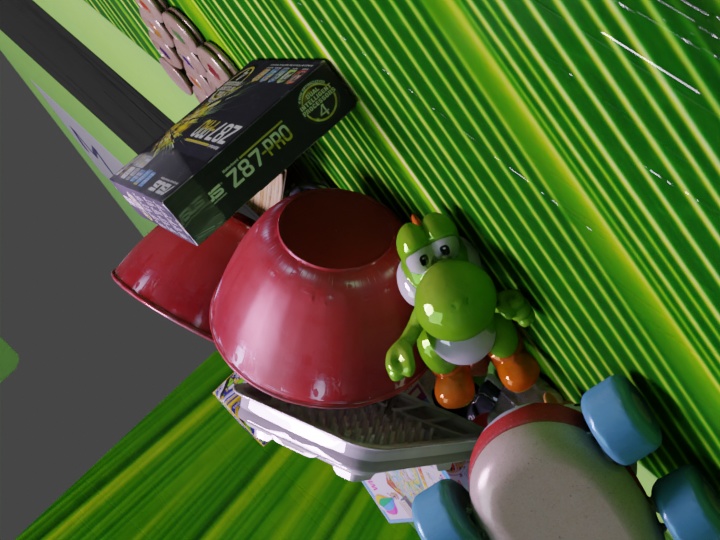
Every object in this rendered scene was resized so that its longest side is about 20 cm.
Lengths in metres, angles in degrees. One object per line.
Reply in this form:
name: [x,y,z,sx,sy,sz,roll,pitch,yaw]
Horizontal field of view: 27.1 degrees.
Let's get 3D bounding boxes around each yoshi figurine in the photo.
yoshi figurine: [0.077,0.043,1.143,0.112,0.113,0.200,21,155,33]

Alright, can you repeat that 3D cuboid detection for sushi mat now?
sushi mat: [-0.110,-0.093,1.377,0.096,0.012,0.200,38,168,3]

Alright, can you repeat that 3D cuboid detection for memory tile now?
memory tile: [-0.157,-0.194,1.434,0.153,0.017,0.200,44,170,17]

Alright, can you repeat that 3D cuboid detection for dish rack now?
dish rack: [-0.001,0.140,1.307,0.171,0.044,0.200,21,-170,36]

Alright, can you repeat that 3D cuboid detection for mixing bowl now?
mixing bowl: [-0.134,0.000,1.473,0.199,0.109,0.200,27,-176,-2]
mixing bowl: [-0.024,0.005,1.233,0.200,0.200,0.109,41,144,29]

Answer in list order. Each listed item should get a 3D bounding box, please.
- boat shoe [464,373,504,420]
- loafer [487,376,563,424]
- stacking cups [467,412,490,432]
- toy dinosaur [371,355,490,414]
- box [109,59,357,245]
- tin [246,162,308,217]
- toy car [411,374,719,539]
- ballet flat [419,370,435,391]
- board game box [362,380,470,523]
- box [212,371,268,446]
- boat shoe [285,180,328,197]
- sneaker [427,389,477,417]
boat shoe: [0.130,0.160,1.460,0.075,0.066,0.199,45,170,15]
loafer: [0.158,0.162,1.329,0.070,0.070,0.200,41,168,42]
stacking cups: [0.154,0.201,1.419,0.060,0.060,0.200,38,163,43]
toy dinosaur: [0.023,0.050,1.303,0.201,0.181,0.105,64,-152,-19]
box: [-0.104,-0.097,1.158,0.049,0.161,0.200,50,171,-20]
tin: [-0.096,-0.092,1.463,0.112,0.042,0.200,35,169,37]
toy car: [0.156,0.149,1.143,0.177,0.184,0.200,50,-162,-17]
ballet flat: [0.026,0.043,1.462,0.200,0.072,0.072,49,170,-16]
board game box: [0.029,0.162,1.488,0.134,0.034,0.200,-15,113,49]
box: [-0.061,0.093,1.620,0.064,0.200,0.070,49,171,-21]
boat shoe: [0.000,0.000,1.383,0.200,0.074,0.060,55,175,2]
sneaker: [0.112,0.183,1.612,0.200,0.074,0.116,52,172,-20]
